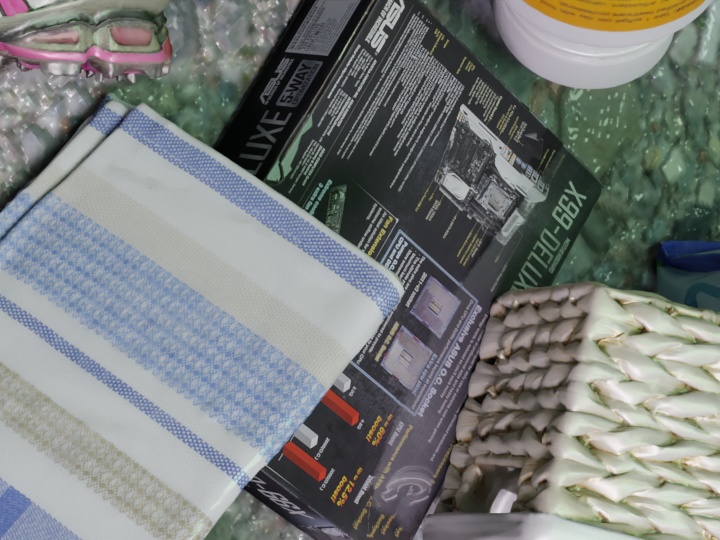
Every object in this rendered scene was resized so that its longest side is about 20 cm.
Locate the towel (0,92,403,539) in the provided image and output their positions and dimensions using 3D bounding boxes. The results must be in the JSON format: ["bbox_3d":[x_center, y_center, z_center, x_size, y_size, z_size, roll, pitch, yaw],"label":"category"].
[{"bbox_3d":[-0.095,0.037,0.879,0.200,0.147,0.024,-50,162,-23],"label":"towel"}]

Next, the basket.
[{"bbox_3d":[0.142,0.084,0.968,0.199,0.136,0.124,13,83,-16],"label":"basket"}]

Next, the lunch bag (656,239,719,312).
[{"bbox_3d":[0.241,0.070,1.148,0.200,0.127,0.171,-2,97,-29],"label":"lunch bag"}]

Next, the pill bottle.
[{"bbox_3d":[0.104,-0.160,0.963,0.111,0.111,0.200,-48,165,-24],"label":"pill bottle"}]

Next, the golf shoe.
[{"bbox_3d":[-0.150,-0.115,0.844,0.200,0.073,0.092,-5,104,-45],"label":"golf shoe"}]

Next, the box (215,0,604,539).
[{"bbox_3d":[0.000,0.000,0.993,0.158,0.050,0.200,40,72,-36],"label":"box"}]
